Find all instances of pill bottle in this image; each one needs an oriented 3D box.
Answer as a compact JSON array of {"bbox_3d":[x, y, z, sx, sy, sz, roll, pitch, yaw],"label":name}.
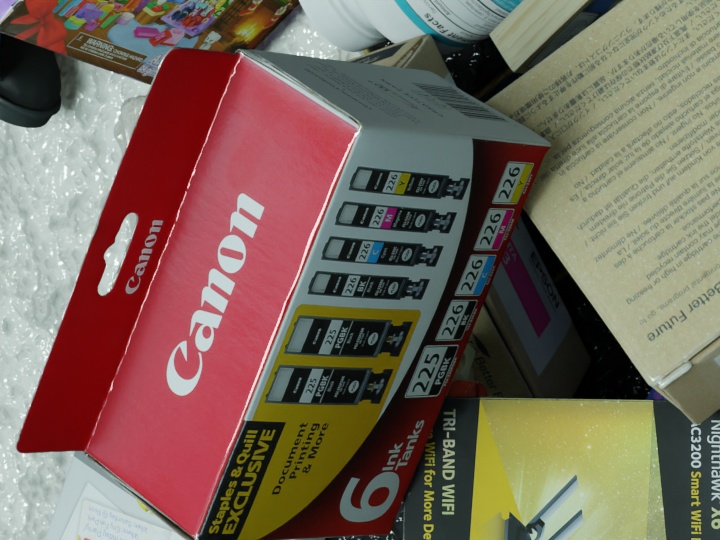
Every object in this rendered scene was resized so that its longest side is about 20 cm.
[{"bbox_3d":[0.062,-0.175,1.482,0.200,0.111,0.111,-22,82,34],"label":"pill bottle"}]

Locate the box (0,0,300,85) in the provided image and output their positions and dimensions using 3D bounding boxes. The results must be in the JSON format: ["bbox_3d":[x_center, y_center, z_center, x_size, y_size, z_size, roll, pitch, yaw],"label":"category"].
[{"bbox_3d":[-0.095,-0.161,1.521,0.137,0.200,0.039,-44,65,16],"label":"box"}]

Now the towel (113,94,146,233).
[{"bbox_3d":[-0.046,-0.040,1.615,0.200,0.034,0.133,-7,91,34],"label":"towel"}]

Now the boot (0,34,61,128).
[{"bbox_3d":[-0.194,-0.202,1.678,0.162,0.073,0.198,-46,65,29],"label":"boot"}]

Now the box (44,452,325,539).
[{"bbox_3d":[-0.107,0.170,1.673,0.156,0.041,0.200,31,112,28],"label":"box"}]

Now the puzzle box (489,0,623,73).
[{"bbox_3d":[0.167,-0.159,1.399,0.200,0.133,0.025,-43,65,30],"label":"puzzle box"}]

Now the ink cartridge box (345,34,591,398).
[{"bbox_3d":[0.000,0.000,1.514,0.165,0.075,0.200,-16,109,31],"label":"ink cartridge box"}]

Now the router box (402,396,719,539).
[{"bbox_3d":[0.097,0.159,1.369,0.157,0.052,0.200,0,82,3],"label":"router box"}]

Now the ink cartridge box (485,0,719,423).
[{"bbox_3d":[0.176,-0.057,1.335,0.200,0.075,0.165,-36,63,6],"label":"ink cartridge box"}]

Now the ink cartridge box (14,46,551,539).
[{"bbox_3d":[-0.034,0.013,1.292,0.084,0.176,0.200,34,110,37],"label":"ink cartridge box"}]

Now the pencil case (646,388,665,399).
[{"bbox_3d":[0.157,0.107,1.458,0.078,0.087,0.200,50,122,49],"label":"pencil case"}]

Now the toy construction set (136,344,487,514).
[{"bbox_3d":[-0.039,0.056,1.461,0.200,0.092,0.131,-6,114,28],"label":"toy construction set"}]
